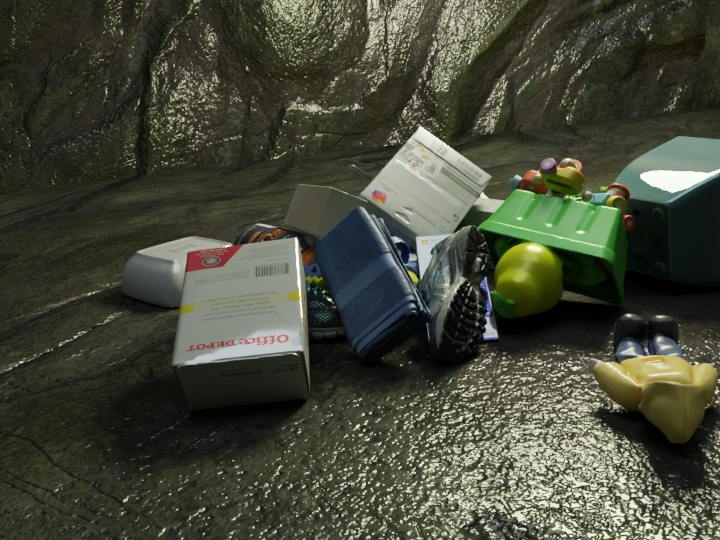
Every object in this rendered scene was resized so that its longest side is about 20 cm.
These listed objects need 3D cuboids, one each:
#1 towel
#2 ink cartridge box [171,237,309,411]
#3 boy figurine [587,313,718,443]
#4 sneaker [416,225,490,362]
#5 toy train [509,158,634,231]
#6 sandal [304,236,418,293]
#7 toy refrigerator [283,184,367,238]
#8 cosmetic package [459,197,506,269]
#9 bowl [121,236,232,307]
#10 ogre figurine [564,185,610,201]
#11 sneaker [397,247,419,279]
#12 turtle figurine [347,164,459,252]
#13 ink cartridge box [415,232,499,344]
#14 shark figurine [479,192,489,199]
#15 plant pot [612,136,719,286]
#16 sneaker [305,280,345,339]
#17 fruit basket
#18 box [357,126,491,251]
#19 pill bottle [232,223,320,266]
[{"bbox_3d":[0.010,0.017,0.889,0.112,0.048,0.200,-39,50,17],"label":"towel"},{"bbox_3d":[-0.138,0.060,0.810,0.144,0.084,0.200,-6,41,-1],"label":"ink cartridge box"},{"bbox_3d":[0.295,0.105,0.682,0.124,0.065,0.200,3,15,16],"label":"boy figurine"},{"bbox_3d":[0.115,0.037,0.880,0.086,0.078,0.201,-19,40,39],"label":"sneaker"},{"bbox_3d":[0.323,-0.113,1.012,0.200,0.056,0.150,35,-11,19],"label":"toy train"},{"bbox_3d":[0.000,0.000,0.988,0.199,0.087,0.079,-3,-28,27],"label":"sandal"},{"bbox_3d":[-0.058,-0.090,1.083,0.070,0.076,0.200,19,1,-21],"label":"toy refrigerator"},{"bbox_3d":[0.230,-0.066,1.183,0.085,0.108,0.200,-18,20,-35],"label":"cosmetic package"},{"bbox_3d":[-0.313,-0.007,1.219,0.199,0.075,0.200,11,22,42],"label":"bowl"},{"bbox_3d":[0.403,-0.074,1.135,0.200,0.120,0.098,-19,18,-41],"label":"ogre figurine"},{"bbox_3d":[0.082,0.012,1.040,0.199,0.074,0.082,6,34,20],"label":"sneaker"},{"bbox_3d":[0.067,-0.057,1.146,0.193,0.200,0.144,3,50,11],"label":"turtle figurine"},{"bbox_3d":[0.132,0.027,0.949,0.094,0.037,0.201,-4,46,2],"label":"ink cartridge box"},{"bbox_3d":[0.316,-0.102,1.341,0.214,0.090,0.128,-20,54,-18],"label":"shark figurine"},{"bbox_3d":[0.489,-0.078,1.020,0.199,0.197,0.196,-19,21,-22],"label":"plant pot"},{"bbox_3d":[-0.078,0.046,0.937,0.199,0.092,0.078,-7,16,-6],"label":"sneaker"},{"bbox_3d":[0.255,-0.001,0.941,0.215,0.156,0.216,-14,55,21],"label":"fruit basket"},{"bbox_3d":[0.107,-0.131,1.117,0.156,0.041,0.200,35,55,4],"label":"box"},{"bbox_3d":[-0.123,-0.015,1.129,0.106,0.107,0.200,-19,21,-37],"label":"pill bottle"}]
